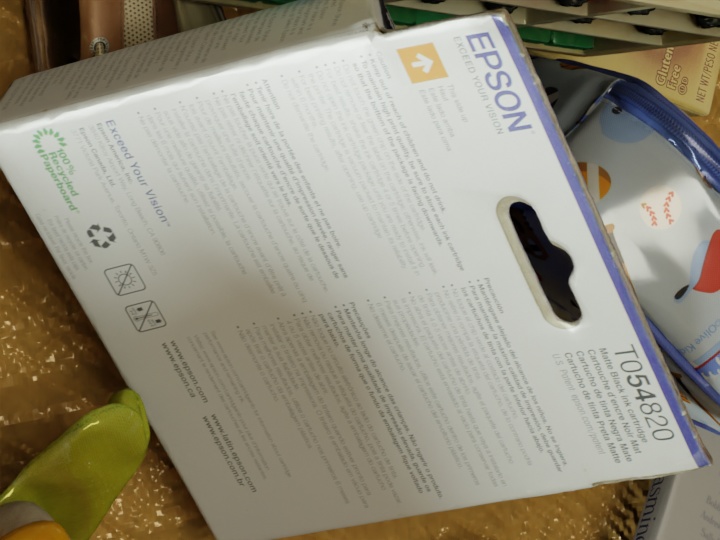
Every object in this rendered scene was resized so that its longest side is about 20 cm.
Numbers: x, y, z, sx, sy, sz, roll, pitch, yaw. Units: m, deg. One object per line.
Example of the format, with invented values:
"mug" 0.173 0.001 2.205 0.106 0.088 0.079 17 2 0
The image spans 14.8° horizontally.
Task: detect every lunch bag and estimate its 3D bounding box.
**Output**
"lunch bag" 0.099 -0.006 1.025 0.160 0.200 0.076 43 85 -22

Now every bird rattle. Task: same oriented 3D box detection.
"bird rattle" -0.099 0.147 0.940 0.112 0.163 0.201 -16 89 -10

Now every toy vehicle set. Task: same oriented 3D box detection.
"toy vehicle set" 0.040 -0.102 0.955 0.199 0.124 0.027 5 86 -34

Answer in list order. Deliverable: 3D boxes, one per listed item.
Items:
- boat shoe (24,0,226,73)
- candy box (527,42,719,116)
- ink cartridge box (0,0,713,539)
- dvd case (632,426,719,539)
"boat shoe" -0.099 -0.125 0.978 0.073 0.076 0.202 -18 98 -25
"candy box" 0.058 -0.143 1.076 0.199 0.055 0.116 18 83 -29
"ink cartridge box" 0.000 0.000 0.950 0.200 0.199 0.041 63 30 -30
"dvd case" 0.174 0.118 1.145 0.142 0.018 0.201 33 63 -25
